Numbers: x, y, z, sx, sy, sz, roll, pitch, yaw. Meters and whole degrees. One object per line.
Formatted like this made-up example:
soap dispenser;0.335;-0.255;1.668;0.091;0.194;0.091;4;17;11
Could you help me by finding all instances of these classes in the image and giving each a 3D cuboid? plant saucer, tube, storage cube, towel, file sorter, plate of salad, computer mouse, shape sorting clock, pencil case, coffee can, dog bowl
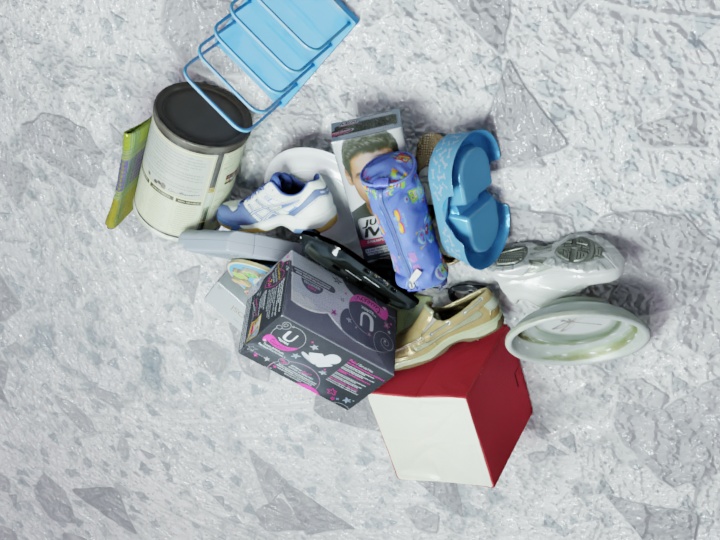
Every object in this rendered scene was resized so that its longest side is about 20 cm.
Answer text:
plant saucer;0.301;0.079;1.502;0.199;0.050;0.200;1;156;0
tube;0.009;0.048;1.689;0.199;0.052;0.058;18;119;22
storage cube;0.141;0.204;1.641;0.170;0.180;0.201;-1;121;31
towel;-0.346;-0.167;1.683;0.023;0.144;0.200;28;132;5
file sorter;-0.130;-0.306;1.466;0.139;0.123;0.200;45;134;-5
plate of salad;-0.051;-0.107;1.617;0.199;0.048;0.201;18;139;16
computer mouse;0.104;0.015;1.630;0.199;0.034;0.059;12;138;15
shape sorting clock;-0.122;0.042;1.687;0.199;0.039;0.200;23;159;9
pencil case;0.061;-0.060;1.462;0.078;0.087;0.201;-5;125;22
coffee can;-0.257;-0.162;1.631;0.146;0.146;0.200;31;133;7
dog bowl;0.146;-0.098;1.467;0.049;0.111;0.201;15;131;39

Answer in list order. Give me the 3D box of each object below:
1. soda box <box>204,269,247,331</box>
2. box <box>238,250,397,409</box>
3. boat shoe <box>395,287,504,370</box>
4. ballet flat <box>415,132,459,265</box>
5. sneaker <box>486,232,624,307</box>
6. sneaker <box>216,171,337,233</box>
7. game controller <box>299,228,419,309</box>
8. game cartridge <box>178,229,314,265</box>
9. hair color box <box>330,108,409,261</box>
soda box;-0.160;0.080;1.805;0.200;0.068;0.064;41;137;-2
box;-0.056;0.085;1.546;0.200;0.132;0.115;31;131;-25
boat shoe;0.108;0.079;1.590;0.199;0.072;0.076;-25;117;3
ballet flat;0.116;-0.093;1.513;0.070;0.065;0.201;-3;121;29
sneaker;0.280;0.008;1.495;0.199;0.078;0.100;-2;131;40
sneaker;-0.127;-0.106;1.587;0.199;0.075;0.088;0;118;25
game controller;0.000;0.000;1.556;0.104;0.042;0.200;8;160;48
game cartridge;-0.161;-0.032;1.648;0.133;0.200;0.042;-2;81;40
hair color box;0.029;-0.117;1.509;0.099;0.061;0.201;-12;123;7
